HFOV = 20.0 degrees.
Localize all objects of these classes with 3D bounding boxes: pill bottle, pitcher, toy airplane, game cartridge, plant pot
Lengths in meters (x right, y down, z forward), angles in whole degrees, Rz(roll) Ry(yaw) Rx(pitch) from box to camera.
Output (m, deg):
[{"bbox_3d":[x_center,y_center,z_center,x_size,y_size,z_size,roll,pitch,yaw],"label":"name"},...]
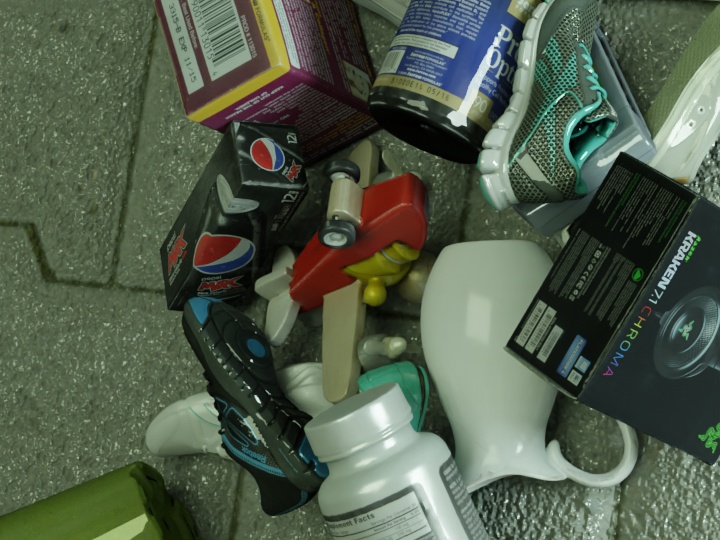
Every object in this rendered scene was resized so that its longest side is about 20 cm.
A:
[{"bbox_3d":[0.034,0.193,1.564,0.110,0.111,0.201,-23,95,23],"label":"pill bottle"},{"bbox_3d":[0.135,0.079,1.642,0.170,0.121,0.202,-3,84,3],"label":"pitcher"},{"bbox_3d":[0.091,-0.198,1.656,0.111,0.112,0.201,18,79,31],"label":"pill bottle"},{"bbox_3d":[0.000,0.000,1.725,0.199,0.140,0.202,-137,65,-70],"label":"toy airplane"},{"bbox_3d":[0.157,-0.123,1.661,0.133,0.040,0.201,-39,39,19],"label":"game cartridge"},{"bbox_3d":[-0.240,0.265,1.779,0.189,0.200,0.201,-31,65,6],"label":"plant pot"}]

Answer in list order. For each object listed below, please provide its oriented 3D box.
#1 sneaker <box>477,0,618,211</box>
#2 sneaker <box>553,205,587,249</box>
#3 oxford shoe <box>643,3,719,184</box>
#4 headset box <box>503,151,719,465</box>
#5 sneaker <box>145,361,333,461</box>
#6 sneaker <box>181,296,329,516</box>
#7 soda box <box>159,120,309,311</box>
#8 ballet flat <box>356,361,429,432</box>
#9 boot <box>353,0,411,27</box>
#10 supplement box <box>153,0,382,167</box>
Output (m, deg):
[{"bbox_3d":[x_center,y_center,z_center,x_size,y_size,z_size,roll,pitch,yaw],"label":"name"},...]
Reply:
[{"bbox_3d":[0.164,-0.132,1.591,0.090,0.078,0.202,7,66,29],"label":"sneaker"},{"bbox_3d":[0.183,-0.045,1.650,0.076,0.080,0.200,-47,57,16],"label":"sneaker"},{"bbox_3d":[0.287,-0.153,1.632,0.058,0.075,0.201,33,88,-14],"label":"oxford shoe"},{"bbox_3d":[0.236,0.034,1.540,0.093,0.199,0.175,37,97,46],"label":"headset box"},{"bbox_3d":[-0.102,0.141,1.778,0.199,0.070,0.081,-18,74,25],"label":"sneaker"},{"bbox_3d":[-0.101,0.113,1.710,0.082,0.073,0.201,-46,68,33],"label":"sneaker"},{"bbox_3d":[-0.112,-0.042,1.762,0.200,0.063,0.071,124,143,-48],"label":"soda box"},{"bbox_3d":[0.010,0.163,1.663,0.067,0.070,0.202,-120,30,-57],"label":"ballet flat"},{"bbox_3d":[0.048,-0.257,1.752,0.199,0.096,0.074,28,61,31],"label":"boot"},{"bbox_3d":[-0.075,-0.185,1.755,0.103,0.200,0.132,-27,67,22],"label":"supplement box"}]
